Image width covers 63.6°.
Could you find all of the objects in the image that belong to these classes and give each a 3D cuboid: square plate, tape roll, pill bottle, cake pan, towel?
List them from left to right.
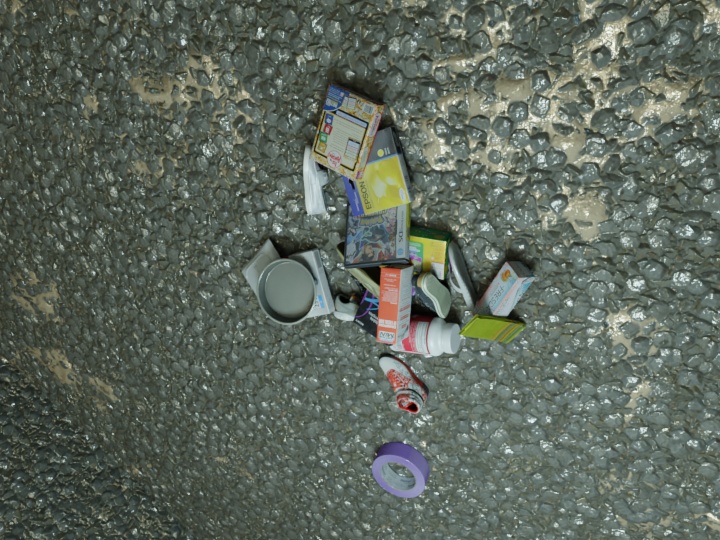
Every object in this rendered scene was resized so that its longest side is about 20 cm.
[{"bbox_3d":[-0.296,0.033,1.861,0.200,0.028,0.200,-39,81,42],"label":"square plate"},{"bbox_3d":[-0.221,0.063,1.773,0.197,0.037,0.204,2,97,15],"label":"cake pan"},{"bbox_3d":[0.143,0.710,2.068,0.197,0.066,0.203,12,122,19],"label":"tape roll"},{"bbox_3d":[0.186,0.189,1.701,0.197,0.112,0.114,3,120,31],"label":"pill bottle"},{"bbox_3d":[0.362,0.162,1.587,0.198,0.018,0.086,12,128,-35],"label":"towel"}]

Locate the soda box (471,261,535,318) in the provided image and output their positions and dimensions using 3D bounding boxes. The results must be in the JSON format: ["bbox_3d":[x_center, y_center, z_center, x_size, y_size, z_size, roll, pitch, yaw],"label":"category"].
[{"bbox_3d":[0.381,0.069,1.563,0.064,0.067,0.202,60,139,37],"label":"soda box"}]

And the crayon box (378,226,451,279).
[{"bbox_3d":[0.149,-0.056,1.619,0.197,0.058,0.121,11,122,20],"label":"crayon box"}]

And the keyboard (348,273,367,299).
[{"bbox_3d":[0.019,0.007,1.743,0.103,0.040,0.202,-28,103,10],"label":"keyboard"}]

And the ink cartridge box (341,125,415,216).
[{"bbox_3d":[0.028,-0.256,1.544,0.197,0.047,0.201,-13,99,29],"label":"ink cartridge box"}]

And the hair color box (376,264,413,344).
[{"bbox_3d":[0.095,0.088,1.583,0.063,0.111,0.204,6,98,22],"label":"hair color box"}]

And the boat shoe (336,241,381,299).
[{"bbox_3d":[0.002,-0.001,1.668,0.200,0.073,0.064,40,137,13],"label":"boat shoe"}]

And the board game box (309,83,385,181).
[{"bbox_3d":[-0.038,-0.357,1.502,0.150,0.046,0.203,29,116,19],"label":"board game box"}]

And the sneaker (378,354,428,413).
[{"bbox_3d":[0.126,0.363,1.844,0.201,0.108,0.067,42,127,-2],"label":"sneaker"}]

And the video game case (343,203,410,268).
[{"bbox_3d":[0.044,-0.103,1.586,0.197,0.025,0.184,-5,75,31],"label":"video game case"}]

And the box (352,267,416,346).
[{"bbox_3d":[0.073,0.097,1.687,0.142,0.036,0.203,31,106,29],"label":"box"}]

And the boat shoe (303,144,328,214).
[{"bbox_3d":[-0.124,-0.252,1.633,0.067,0.072,0.203,-1,113,1],"label":"boat shoe"}]

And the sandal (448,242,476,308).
[{"bbox_3d":[0.267,0.021,1.592,0.049,0.083,0.205,-13,113,26],"label":"sandal"}]

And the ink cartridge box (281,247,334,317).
[{"bbox_3d":[-0.185,0.047,1.818,0.174,0.045,0.203,-12,98,29],"label":"ink cartridge box"}]

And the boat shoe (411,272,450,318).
[{"bbox_3d":[0.201,0.068,1.631,0.061,0.076,0.200,8,154,37],"label":"boat shoe"}]

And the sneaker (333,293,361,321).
[{"bbox_3d":[0.006,0.120,1.784,0.197,0.074,0.081,10,117,20],"label":"sneaker"}]
